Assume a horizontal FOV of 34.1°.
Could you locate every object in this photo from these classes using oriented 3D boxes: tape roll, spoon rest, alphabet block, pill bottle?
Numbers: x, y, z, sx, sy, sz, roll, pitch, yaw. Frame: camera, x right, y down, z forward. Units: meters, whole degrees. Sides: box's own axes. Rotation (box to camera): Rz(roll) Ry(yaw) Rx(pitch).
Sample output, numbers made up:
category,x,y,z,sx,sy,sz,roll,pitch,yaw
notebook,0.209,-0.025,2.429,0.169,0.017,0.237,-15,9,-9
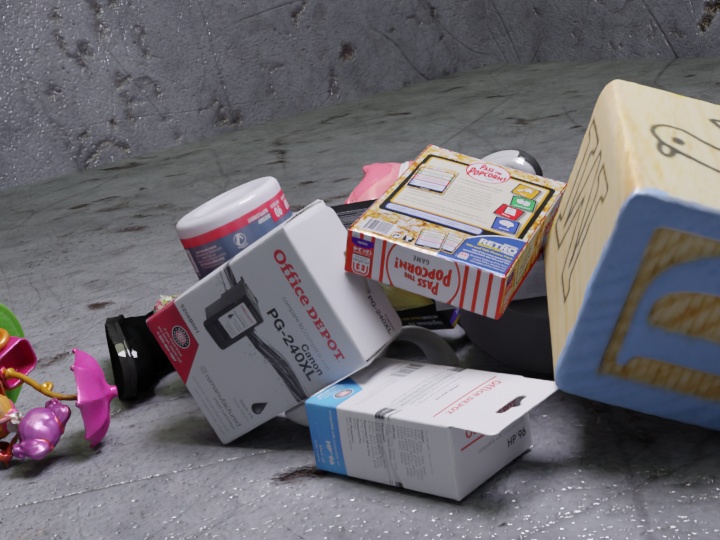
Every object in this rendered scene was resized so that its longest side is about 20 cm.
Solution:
category,x,y,z,sx,sy,sz,roll,pitch,yaw
tape roll,0.202,0.024,1.218,0.197,0.067,0.201,-1,30,1
spoon rest,0.008,0.101,1.143,0.198,0.061,0.099,-19,-8,-40
alphabet block,0.270,-0.013,0.980,0.192,0.198,0.201,14,34,-5
pill bottle,-0.100,0.016,1.234,0.118,0.202,0.120,-24,14,6

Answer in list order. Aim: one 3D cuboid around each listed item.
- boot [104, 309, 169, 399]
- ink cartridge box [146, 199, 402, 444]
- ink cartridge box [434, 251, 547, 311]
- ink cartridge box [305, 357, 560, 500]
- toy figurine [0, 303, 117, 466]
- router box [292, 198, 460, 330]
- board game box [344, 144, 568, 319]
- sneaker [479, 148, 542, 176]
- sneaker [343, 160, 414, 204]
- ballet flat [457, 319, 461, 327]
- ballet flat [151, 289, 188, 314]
category,x,y,z,sx,sy,sz,roll,pitch,yaw
boot,-0.212,0.076,1.351,0.155,0.081,0.211,-12,15,-10
ink cartridge box,-0.082,0.050,1.097,0.199,0.146,0.083,-32,2,33
ink cartridge box,0.167,-0.016,1.160,0.197,0.045,0.094,-8,32,4
ink cartridge box,0.065,0.133,0.996,0.198,0.069,0.115,4,20,41
toy figurine,-0.338,0.134,1.166,0.182,0.152,0.201,10,44,27
router box,0.000,0.000,1.300,0.198,0.158,0.053,-6,44,45
board game box,0.094,-0.043,1.089,0.150,0.047,0.200,18,34,18
sneaker,0.115,-0.055,1.326,0.199,0.076,0.116,-30,15,37
sneaker,0.016,-0.055,1.445,0.085,0.074,0.202,9,51,13
ballet flat,0.149,0.015,1.373,0.063,0.068,0.200,5,20,15
ballet flat,-0.151,0.039,1.316,0.064,0.076,0.199,40,27,28
